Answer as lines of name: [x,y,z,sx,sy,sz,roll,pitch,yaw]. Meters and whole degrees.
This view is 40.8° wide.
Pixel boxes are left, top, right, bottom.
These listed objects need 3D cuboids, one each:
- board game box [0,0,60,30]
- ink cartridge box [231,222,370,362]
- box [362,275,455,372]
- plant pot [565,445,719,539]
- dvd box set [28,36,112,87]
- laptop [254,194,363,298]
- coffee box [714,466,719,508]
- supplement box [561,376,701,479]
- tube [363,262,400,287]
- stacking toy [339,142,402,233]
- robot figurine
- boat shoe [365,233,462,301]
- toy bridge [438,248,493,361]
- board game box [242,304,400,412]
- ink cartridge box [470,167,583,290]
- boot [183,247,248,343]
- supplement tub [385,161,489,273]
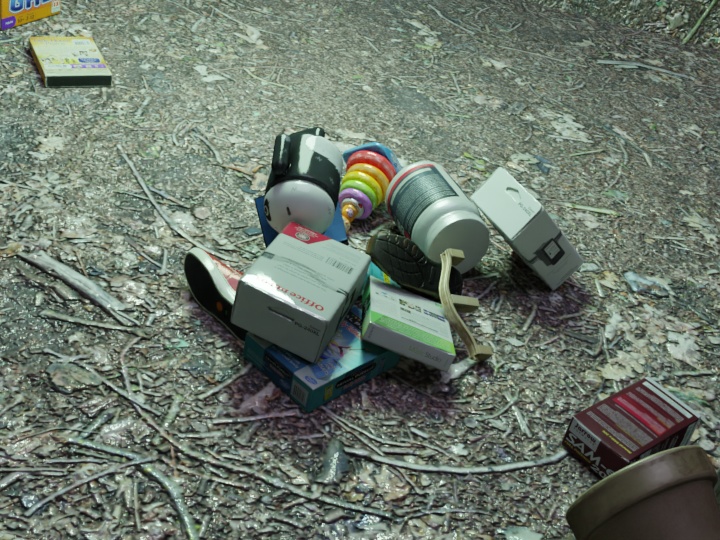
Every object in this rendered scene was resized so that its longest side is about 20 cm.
board game box: [-0.853,-0.718,2.295,0.198,0.202,0.200,25,35,17]
ink cartridge box: [-0.088,0.028,1.456,0.144,0.084,0.200,24,34,7]
box: [0.072,0.081,1.529,0.143,0.037,0.200,22,17,-7]
plant pot: [0.381,0.340,1.197,0.198,0.201,0.176,-6,54,-28]
dvd box set: [-0.646,-0.464,2.146,0.145,0.030,0.200,-7,39,-28]
laptop: [-0.058,-0.048,1.661,0.186,0.117,0.199,-21,46,-41]
coffee box: [0.591,0.331,1.334,0.079,0.114,0.199,-19,44,-40]
supplement box: [0.408,0.240,1.452,0.198,0.062,0.109,-16,42,-38]
tube: [0.000,0.000,1.637,0.198,0.050,0.078,17,51,-31]
stacking toy: [-0.004,-0.141,1.846,0.109,0.117,0.201,-9,37,39]
robot figurine: [-0.096,-0.145,1.608,0.149,0.125,0.202,22,50,-18]
boat shoe: [0.083,0.004,1.635,0.199,0.073,0.077,30,66,-30]
toy bridge: [0.163,0.056,1.583,0.067,0.027,0.202,10,55,-38]
board game box: [-0.055,0.119,1.475,0.150,0.047,0.199,36,39,30]
ink cartridge box: [0.304,-0.075,1.765,0.200,0.083,0.146,41,8,-46]
boot: [-0.181,0.025,1.553,0.143,0.073,0.200,-22,55,-43]
supplement tub: [0.140,-0.097,1.784,0.139,0.142,0.201,-2,36,-23]
